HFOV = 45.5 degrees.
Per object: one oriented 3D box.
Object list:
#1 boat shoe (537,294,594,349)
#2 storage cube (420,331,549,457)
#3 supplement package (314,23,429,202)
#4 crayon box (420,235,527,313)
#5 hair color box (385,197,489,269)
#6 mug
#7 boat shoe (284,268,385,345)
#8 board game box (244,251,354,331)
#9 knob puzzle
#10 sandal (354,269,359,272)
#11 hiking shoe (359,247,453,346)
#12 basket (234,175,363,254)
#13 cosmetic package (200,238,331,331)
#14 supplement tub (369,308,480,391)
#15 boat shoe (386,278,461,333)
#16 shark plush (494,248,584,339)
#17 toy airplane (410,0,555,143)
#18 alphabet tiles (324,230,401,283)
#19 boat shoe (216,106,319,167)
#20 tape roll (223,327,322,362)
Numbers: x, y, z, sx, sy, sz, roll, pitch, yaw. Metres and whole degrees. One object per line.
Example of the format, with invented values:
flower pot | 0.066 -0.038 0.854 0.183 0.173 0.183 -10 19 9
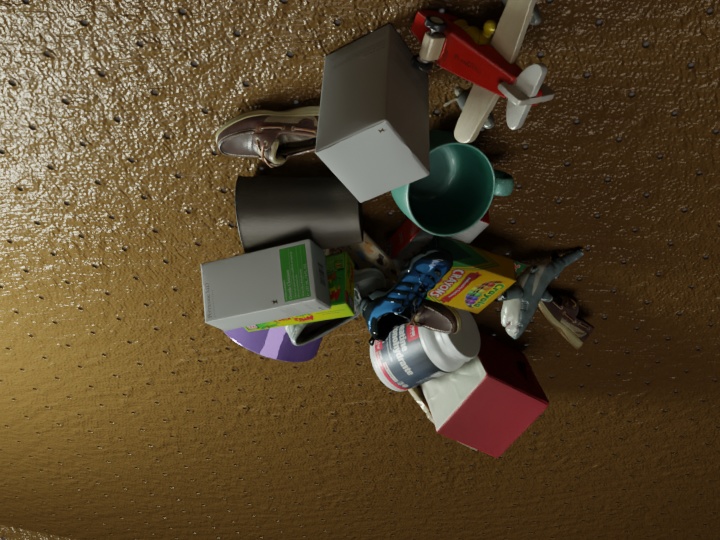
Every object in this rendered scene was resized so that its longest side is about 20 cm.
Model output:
boat shoe | 0.401 0.075 1.711 0.072 0.072 0.200 -43 118 7
storage cube | 0.256 0.253 1.819 0.179 0.172 0.201 26 115 -27
supplement package | 0.020 -0.223 1.223 0.119 0.202 0.121 -19 137 27
crayon box | 0.190 0.013 1.550 0.198 0.051 0.127 15 142 -23
hair color box | 0.133 -0.065 1.537 0.101 0.062 0.200 19 140 -22
mug | 0.134 -0.138 1.374 0.184 0.114 0.153 32 98 -30
boat shoe | -0.040 0.067 1.521 0.200 0.065 0.075 -27 122 -5
board game box | -0.111 0.038 1.493 0.198 0.103 0.048 -10 149 15
knob puzzle | 0.188 0.321 1.886 0.219 0.220 0.031 31 110 -32
sandal | -0.085 -0.009 1.572 0.204 0.060 0.079 9 148 -8
hiking shoe | 0.087 0.045 1.456 0.074 0.087 0.200 28 122 -37
basket | -0.098 -0.095 1.461 0.197 0.138 0.181 -5 156 4
cosmetic package | -0.157 0.027 1.430 0.198 0.109 0.085 -13 164 13
supplement tub | 0.130 0.154 1.758 0.199 0.142 0.140 -29 133 35
boat shoe | 0.095 0.079 1.635 0.199 0.072 0.073 26 131 28
shark plush | 0.332 0.033 1.602 0.083 0.200 0.091 48 164 3
toy airplane | 0.183 -0.288 1.177 0.198 0.141 0.201 -10 111 39
alphabet tiles | 0.000 0.000 1.578 0.200 0.008 0.167 47 142 3
boat shoe | -0.135 -0.202 1.340 0.198 0.073 0.072 -5 143 12
tape roll | -0.162 0.089 1.638 0.198 0.200 0.086 17 106 -18
